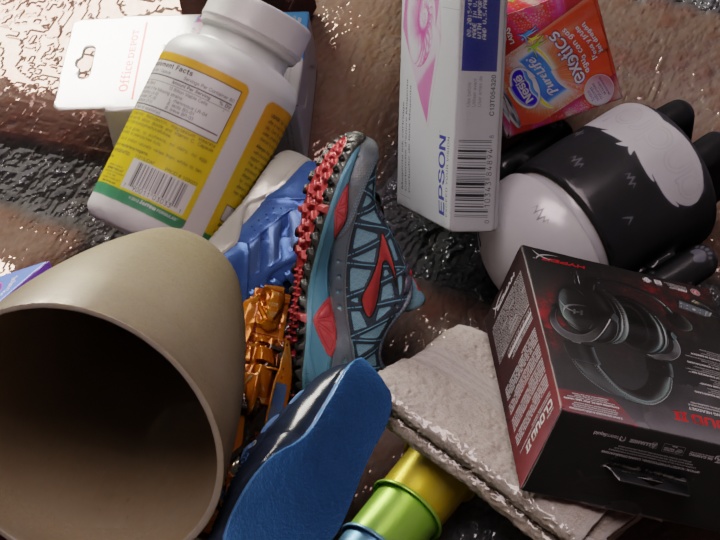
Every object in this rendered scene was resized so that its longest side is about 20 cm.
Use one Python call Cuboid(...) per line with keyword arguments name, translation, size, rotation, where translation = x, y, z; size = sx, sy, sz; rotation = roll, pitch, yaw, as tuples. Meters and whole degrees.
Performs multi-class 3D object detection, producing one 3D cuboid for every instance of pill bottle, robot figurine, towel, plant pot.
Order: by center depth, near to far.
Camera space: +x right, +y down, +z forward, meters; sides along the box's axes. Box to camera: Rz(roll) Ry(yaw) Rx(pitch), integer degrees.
Cuboid(name="plant pot", translation=(-0.147, 0.056, 1.365), size=(0.187, 0.188, 0.200), rotation=(5, 29, 13))
Cuboid(name="towel", translation=(0.106, 0.114, 1.458), size=(0.200, 0.035, 0.132), rotation=(35, 33, 21))
Cuboid(name="robot figurine", translation=(-0.115, 0.100, 1.491), size=(0.145, 0.058, 0.200), rotation=(12, 68, -8))
Cuboid(name="robot figurine", translation=(0.181, -0.044, 1.588), size=(0.200, 0.125, 0.150), rotation=(-32, 19, -21))
Cuboid(name="pill bottle", translation=(-0.118, -0.110, 1.642), size=(0.113, 0.113, 0.200), rotation=(24, 86, 27))

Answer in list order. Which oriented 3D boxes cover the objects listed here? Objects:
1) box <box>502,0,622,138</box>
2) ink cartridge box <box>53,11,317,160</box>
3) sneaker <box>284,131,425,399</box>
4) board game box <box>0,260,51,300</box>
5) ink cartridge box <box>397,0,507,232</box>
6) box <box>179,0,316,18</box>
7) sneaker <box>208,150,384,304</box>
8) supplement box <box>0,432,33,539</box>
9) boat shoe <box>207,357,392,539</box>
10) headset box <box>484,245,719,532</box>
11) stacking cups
Cuboid(name="box", translation=(0.116, -0.175, 1.678), size=(0.100, 0.096, 0.200), rotation=(-20, 17, -10))
Cuboid(name="ink cartridge box", translation=(-0.141, -0.149, 1.766), size=(0.200, 0.068, 0.115), rotation=(0, 48, 7))
Cuboid(name="sneaker", translation=(0.000, 0.000, 1.549), size=(0.095, 0.200, 0.079), rotation=(6, 11, -15))
Cuboid(name="board game box", translation=(-0.305, 0.068, 1.494), size=(0.134, 0.045, 0.200), rotation=(-17, 17, 28))
Cuboid(name="ink cartridge box", translation=(0.057, -0.139, 1.591), size=(0.043, 0.197, 0.200), rotation=(-1, 10, -16))
Cuboid(name="box", translation=(-0.105, -0.277, 1.791), size=(0.100, 0.200, 0.075), rotation=(9, 51, 17))
Cuboid(name="sneaker", translation=(-0.055, 0.007, 1.603), size=(0.111, 0.077, 0.200), rotation=(24, 60, 19))
Cuboid(name="supplement box", translation=(-0.289, 0.176, 1.434), size=(0.200, 0.086, 0.110), rotation=(-21, 45, 15))
Cuboid(name="boat shoe", translation=(-0.043, 0.138, 1.373), size=(0.069, 0.084, 0.200), rotation=(-23, 15, 40))
Cuboid(name="headset box", translation=(0.175, 0.084, 1.442), size=(0.149, 0.077, 0.200), rotation=(13, 33, -14))
Cuboid(name="stacking cups", translation=(-0.005, 0.197, 1.429), size=(0.060, 0.061, 0.200), rotation=(27, 56, 29))
